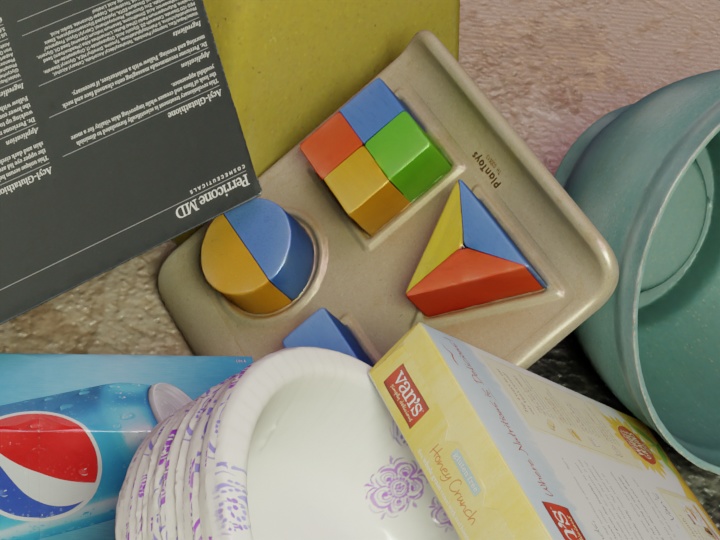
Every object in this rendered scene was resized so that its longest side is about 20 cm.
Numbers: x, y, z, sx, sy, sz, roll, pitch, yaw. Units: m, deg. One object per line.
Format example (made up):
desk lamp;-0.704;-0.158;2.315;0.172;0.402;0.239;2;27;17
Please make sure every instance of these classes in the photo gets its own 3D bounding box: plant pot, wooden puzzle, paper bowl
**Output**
plant pot;-0.064;-0.161;1.002;0.195;0.201;0.194;-33;59;-32
wooden puzzle;0.000;0.000;0.885;0.200;0.046;0.186;-43;55;10
plant pot;0.176;-0.014;0.926;0.199;0.202;0.134;-19;26;-25
paper bowl;-0.021;0.141;0.752;0.200;0.104;0.202;36;36;-32

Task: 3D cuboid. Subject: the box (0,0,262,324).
box;-0.161;-0.063;0.853;0.199;0.142;0.079;-28;20;-29

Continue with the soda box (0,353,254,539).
soda box;-0.146;0.082;0.844;0.198;0.065;0.068;0;29;-7

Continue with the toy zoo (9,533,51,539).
toy zoo;-0.165;0.192;0.777;0.130;0.021;0.201;13;47;4

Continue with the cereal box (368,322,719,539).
cereal box;0.100;0.108;0.804;0.199;0.040;0.144;24;28;-48
